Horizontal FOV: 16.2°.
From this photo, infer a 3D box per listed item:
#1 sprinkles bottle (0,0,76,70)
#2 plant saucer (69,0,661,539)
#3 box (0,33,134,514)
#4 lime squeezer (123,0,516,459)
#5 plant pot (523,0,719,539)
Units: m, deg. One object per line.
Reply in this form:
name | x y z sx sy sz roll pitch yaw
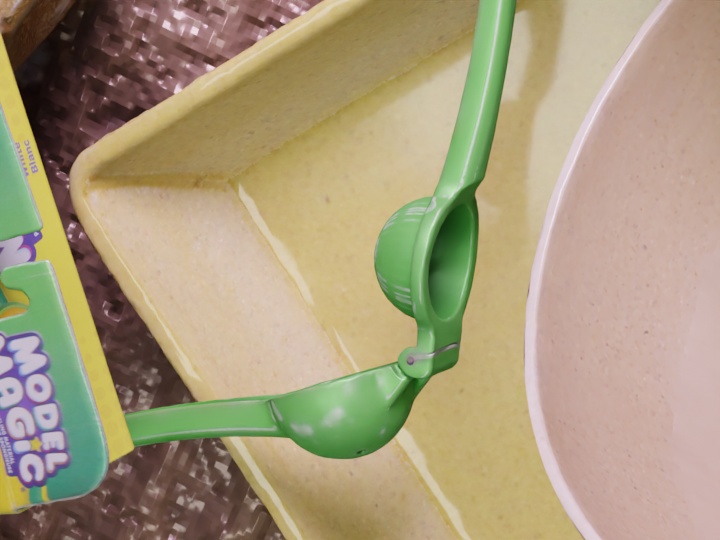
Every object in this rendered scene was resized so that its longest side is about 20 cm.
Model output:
sprinkles bottle | -0.155 -0.132 0.652 0.200 0.068 0.068 37 112 0
plant saucer | 0.058 0.005 0.651 0.200 0.048 0.200 -30 98 20
box | -0.139 0.006 0.659 0.200 0.048 0.117 -7 104 43
lime squeezer | 0.000 0.000 0.627 0.200 0.038 0.071 -50 59 22
plant pot | 0.154 0.010 0.523 0.200 0.200 0.134 -39 129 21
